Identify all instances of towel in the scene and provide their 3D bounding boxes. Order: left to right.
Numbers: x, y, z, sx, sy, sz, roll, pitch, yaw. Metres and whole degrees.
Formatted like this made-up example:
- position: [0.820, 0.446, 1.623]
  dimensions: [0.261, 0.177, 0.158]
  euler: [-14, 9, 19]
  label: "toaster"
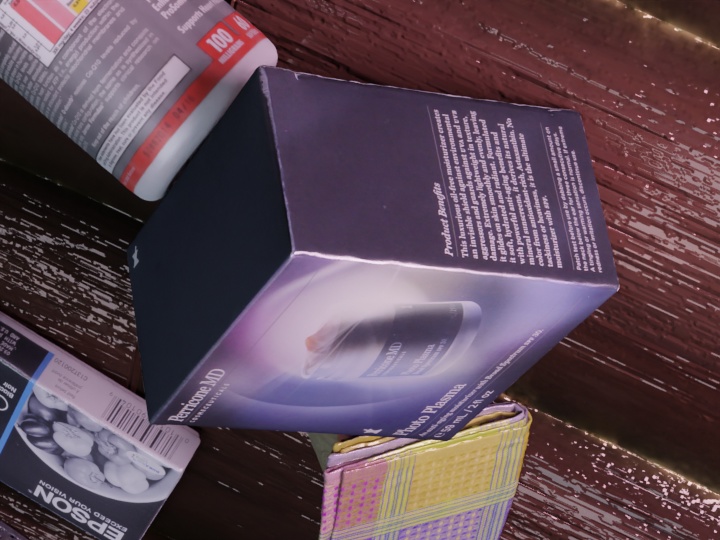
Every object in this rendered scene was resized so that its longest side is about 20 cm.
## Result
- position: [0.035, 0.162, 1.408]
  dimensions: [0.200, 0.143, 0.023]
  euler: [97, 152, -48]
  label: "towel"

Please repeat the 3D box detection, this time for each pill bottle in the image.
- position: [-0.154, -0.143, 1.191]
  dimensions: [0.200, 0.116, 0.116]
  euler: [41, 139, -2]
  label: "pill bottle"

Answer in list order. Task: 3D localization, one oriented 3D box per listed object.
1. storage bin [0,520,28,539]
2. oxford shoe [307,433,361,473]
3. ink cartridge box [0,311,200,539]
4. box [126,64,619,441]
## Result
- position: [-0.293, 0.296, 1.751]
  dimensions: [0.200, 0.094, 0.135]
  euler: [36, 140, -7]
  label: "storage bin"
- position: [0.004, 0.124, 1.433]
  dimensions: [0.075, 0.070, 0.200]
  euler: [44, 154, 33]
  label: "oxford shoe"
- position: [-0.236, 0.131, 1.586]
  dimensions: [0.198, 0.043, 0.200]
  euler: [31, 141, -2]
  label: "ink cartridge box"
- position: [0.000, 0.000, 1.179]
  dimensions: [0.198, 0.123, 0.200]
  euler: [6, 148, -26]
  label: "box"
